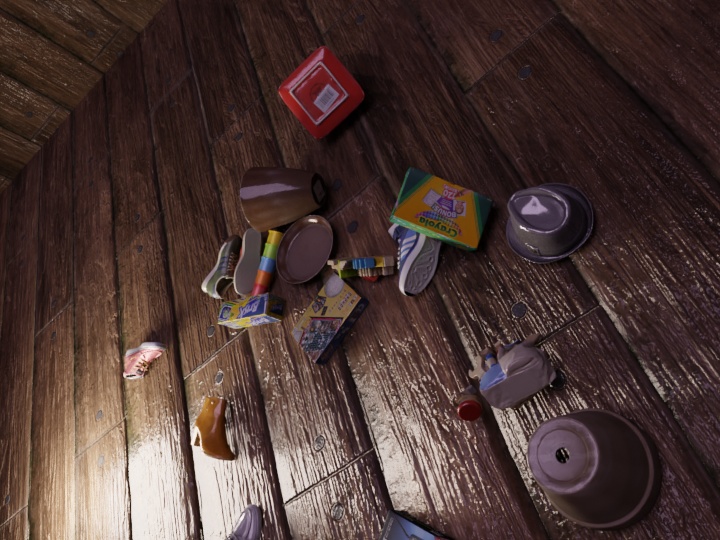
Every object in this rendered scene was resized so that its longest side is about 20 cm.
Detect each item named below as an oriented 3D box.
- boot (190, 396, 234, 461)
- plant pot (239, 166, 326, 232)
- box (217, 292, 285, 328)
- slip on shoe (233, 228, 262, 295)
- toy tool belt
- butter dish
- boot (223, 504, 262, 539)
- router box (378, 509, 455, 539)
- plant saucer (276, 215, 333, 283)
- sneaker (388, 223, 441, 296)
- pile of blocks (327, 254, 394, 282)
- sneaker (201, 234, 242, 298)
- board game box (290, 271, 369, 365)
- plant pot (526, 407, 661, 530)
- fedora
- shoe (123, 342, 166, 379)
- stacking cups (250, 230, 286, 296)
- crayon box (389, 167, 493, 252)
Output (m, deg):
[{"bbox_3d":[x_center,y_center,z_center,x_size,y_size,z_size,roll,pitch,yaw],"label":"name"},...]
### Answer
[{"bbox_3d":[-0.381,0.415,1.712,0.201,0.071,0.145,8,78,48],"label":"boot"},{"bbox_3d":[-0.203,-0.213,1.810,0.199,0.187,0.188,-6,65,24],"label":"plant pot"},{"bbox_3d":[-0.305,0.115,1.793,0.199,0.070,0.065,-13,64,37],"label":"box"},{"bbox_3d":[-0.330,-0.024,1.896,0.061,0.074,0.201,144,134,-70],"label":"slip on shoe"},{"bbox_3d":[0.270,0.201,1.237,0.200,0.125,0.123,-35,19,19],"label":"toy tool belt"},{"bbox_3d":[-0.100,-0.513,1.879,0.200,0.148,0.200,-39,89,18],"label":"butter dish"},{"bbox_3d":[-0.301,0.650,1.510,0.073,0.095,0.201,-1,69,40],"label":"boot"},{"bbox_3d":[0.092,0.582,1.224,0.150,0.062,0.201,12,78,45],"label":"router box"},{"bbox_3d":[-0.147,-0.055,1.761,0.200,0.032,0.201,-16,62,32],"label":"plant saucer"},{"bbox_3d":[0.113,-0.047,1.513,0.146,0.080,0.201,20,90,56],"label":"sneaker"},{"bbox_3d":[0.000,0.000,1.578,0.200,0.082,0.062,-2,98,44],"label":"pile of blocks"},{"bbox_3d":[-0.397,-0.003,1.941,0.090,0.067,0.201,32,92,37],"label":"sneaker"},{"bbox_3d":[-0.080,0.120,1.620,0.200,0.035,0.135,-54,45,7],"label":"board game box"},{"bbox_3d":[0.361,0.313,1.045,0.199,0.173,0.201,-18,60,33],"label":"plant pot"},{"bbox_3d":[0.366,-0.111,1.303,0.177,0.090,0.200,-54,45,6],"label":"fedora"},{"bbox_3d":[-0.688,0.289,2.047,0.200,0.071,0.091,-20,59,39],"label":"shoe"},{"bbox_3d":[-0.261,-0.012,1.827,0.060,0.060,0.201,5,75,42],"label":"stacking cups"},{"bbox_3d":[0.177,-0.132,1.416,0.058,0.199,0.119,133,158,-81],"label":"crayon box"}]
